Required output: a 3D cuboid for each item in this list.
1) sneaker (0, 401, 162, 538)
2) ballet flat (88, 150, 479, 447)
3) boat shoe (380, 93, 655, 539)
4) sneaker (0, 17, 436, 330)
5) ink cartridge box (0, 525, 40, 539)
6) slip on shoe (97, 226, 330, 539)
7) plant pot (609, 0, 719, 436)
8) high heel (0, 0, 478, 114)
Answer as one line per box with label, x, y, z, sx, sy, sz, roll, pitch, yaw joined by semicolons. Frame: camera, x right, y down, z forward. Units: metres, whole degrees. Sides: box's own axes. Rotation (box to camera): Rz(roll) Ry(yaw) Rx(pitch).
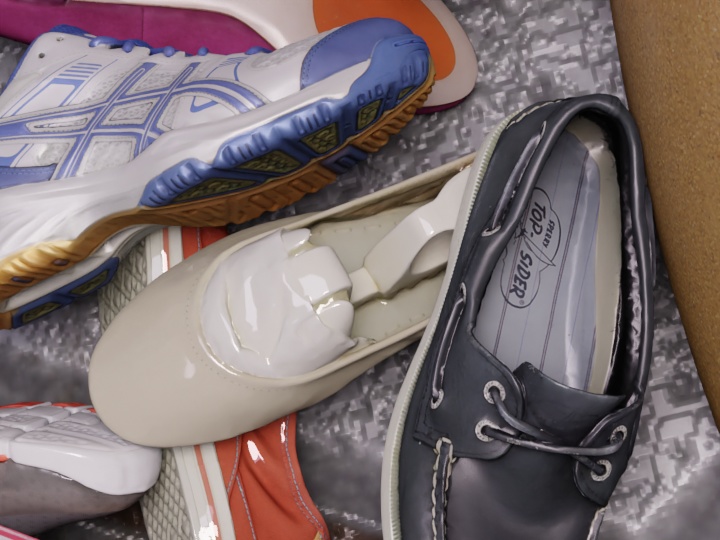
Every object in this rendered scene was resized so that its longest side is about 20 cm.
sneaker;-0.152;0.094;0.883;0.199;0.077;0.082;-7;91;33
ballet flat;0.000;0.000;0.837;0.199;0.070;0.070;-24;73;-20
boat shoe;0.059;0.034;0.777;0.074;0.066;0.200;21;70;-14
sneaker;-0.075;-0.054;0.829;0.199;0.075;0.089;-23;73;8
ink cartridge box;-0.162;0.186;0.825;0.145;0.085;0.201;18;111;16
slip on shoe;-0.056;0.025;0.889;0.061;0.074;0.201;-5;68;-24
plant pot;0.169;-0.037;0.799;0.185;0.186;0.201;1;93;13
high heel;-0.058;-0.095;0.897;0.199;0.096;0.068;22;67;-22
